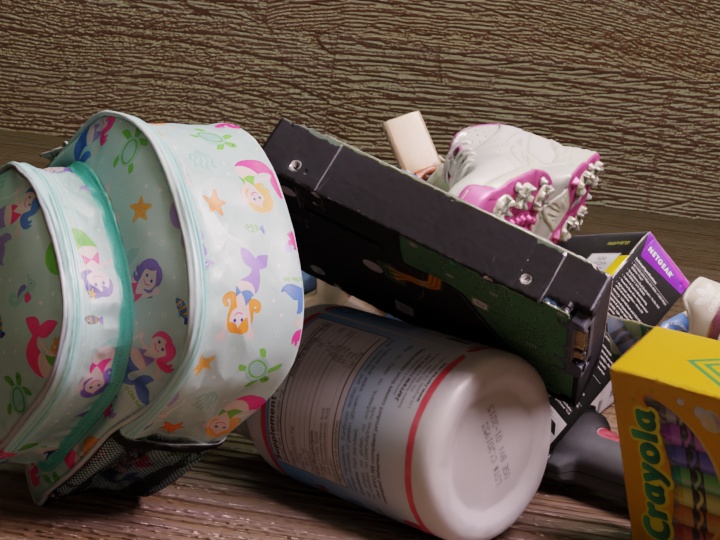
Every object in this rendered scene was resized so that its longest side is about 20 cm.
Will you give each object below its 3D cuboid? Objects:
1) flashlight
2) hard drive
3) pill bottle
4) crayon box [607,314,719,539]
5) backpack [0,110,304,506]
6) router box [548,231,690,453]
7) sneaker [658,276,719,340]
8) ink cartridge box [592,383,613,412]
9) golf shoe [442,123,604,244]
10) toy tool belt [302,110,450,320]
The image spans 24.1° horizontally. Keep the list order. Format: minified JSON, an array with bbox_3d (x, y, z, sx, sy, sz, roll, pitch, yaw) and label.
[{"bbox_3d":[0.186,0.119,1.029,0.200,0.068,0.068,14,-16,46],"label":"flashlight"},{"bbox_3d":[0.041,-0.003,0.934,0.200,0.038,0.140,27,-18,16],"label":"hard drive"},{"bbox_3d":[0.004,0.080,0.981,0.109,0.109,0.200,-1,12,-45],"label":"pill bottle"},{"bbox_3d":[0.208,0.107,0.894,0.200,0.126,0.052,14,37,41],"label":"crayon box"},{"bbox_3d":[-0.126,0.014,0.884,0.150,0.178,0.200,7,-32,-44],"label":"backpack"},{"bbox_3d":[0.101,0.044,1.097,0.051,0.149,0.200,49,-19,-17],"label":"router box"},{"bbox_3d":[0.222,0.067,1.051,0.090,0.075,0.200,35,-26,14],"label":"sneaker"},{"bbox_3d":[0.155,0.052,1.278,0.068,0.116,0.200,10,8,19],"label":"ink cartridge box"},{"bbox_3d":[0.079,-0.049,1.039,0.091,0.075,0.200,29,19,18],"label":"golf shoe"},{"bbox_3d":[0.000,0.000,1.117,0.123,0.200,0.125,47,-5,-16],"label":"toy tool belt"}]
